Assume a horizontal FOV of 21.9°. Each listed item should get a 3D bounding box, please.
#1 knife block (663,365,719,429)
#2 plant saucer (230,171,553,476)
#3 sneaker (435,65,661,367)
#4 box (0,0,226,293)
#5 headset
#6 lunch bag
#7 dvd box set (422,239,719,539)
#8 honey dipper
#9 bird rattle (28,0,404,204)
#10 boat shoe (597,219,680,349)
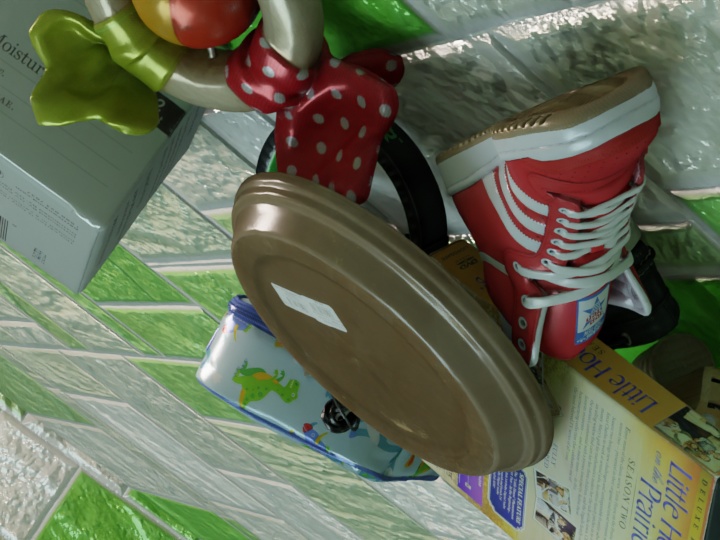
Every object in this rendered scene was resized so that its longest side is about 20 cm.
[{"bbox_3d":[0.165,0.107,1.036,0.064,0.201,0.176,14,-154,-12],"label":"knife block"},{"bbox_3d":[0.008,0.033,0.908,0.200,0.029,0.200,38,161,16],"label":"plant saucer"},{"bbox_3d":[0.095,-0.018,0.810,0.200,0.071,0.113,162,87,-78],"label":"sneaker"},{"bbox_3d":[-0.203,-0.108,1.100,0.198,0.131,0.200,35,164,-3],"label":"box"},{"bbox_3d":[0.000,0.000,1.040,0.123,0.094,0.201,25,123,34],"label":"headset"},{"bbox_3d":[-0.016,0.079,1.291,0.160,0.083,0.200,27,-177,20],"label":"lunch bag"},{"bbox_3d":[0.104,0.092,0.932,0.200,0.029,0.147,38,142,37],"label":"dvd box set"},{"bbox_3d":[0.160,0.074,1.095,0.038,0.038,0.200,33,165,1],"label":"honey dipper"},{"bbox_3d":[-0.073,-0.114,0.900,0.199,0.113,0.164,22,144,27],"label":"bird rattle"},{"bbox_3d":[0.111,0.027,0.987,0.066,0.075,0.199,46,154,-3],"label":"boat shoe"}]
